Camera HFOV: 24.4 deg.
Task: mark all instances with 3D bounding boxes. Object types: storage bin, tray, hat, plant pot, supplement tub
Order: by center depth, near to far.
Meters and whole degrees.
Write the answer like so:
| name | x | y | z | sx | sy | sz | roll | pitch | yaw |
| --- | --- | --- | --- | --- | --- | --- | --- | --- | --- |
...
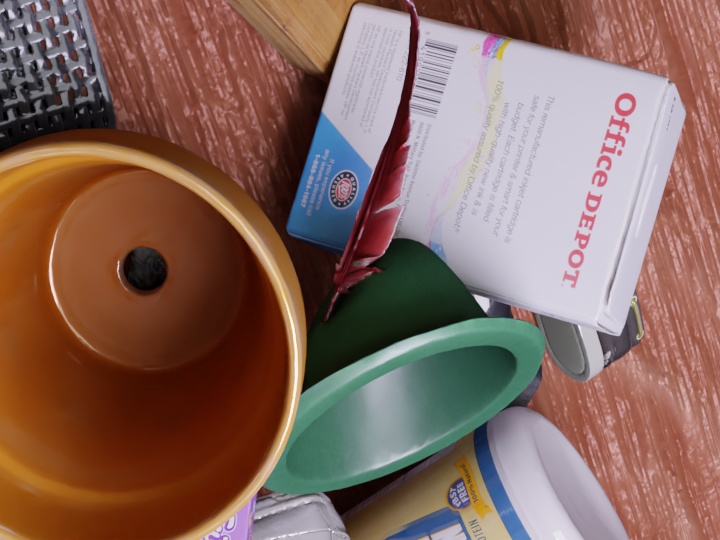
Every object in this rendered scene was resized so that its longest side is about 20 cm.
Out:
| name | x | y | z | sx | sy | sz | roll | pitch | yaw |
| --- | --- | --- | --- | --- | --- | --- | --- | --- | --- |
| plant pot | -0.121 | 0.020 | 0.847 | 0.198 | 0.183 | 0.203 | 1 | 103 | 2 |
| storage bin | -0.210 | -0.156 | 0.868 | 0.093 | 0.135 | 0.202 | -19 | 107 | -21 |
| hat | 0.000 | 0.000 | 0.924 | 0.199 | 0.177 | 0.166 | -30 | 155 | 10 |
| tray | -0.031 | -0.180 | 0.927 | 0.037 | 0.200 | 0.099 | 25 | 87 | 18 |
| supplement tub | 0.056 | 0.192 | 1.018 | 0.199 | 0.145 | 0.145 | -35 | 114 | 15 |

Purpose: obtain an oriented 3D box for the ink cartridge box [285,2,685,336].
| name | x | y | z | sx | sy | sz | roll | pitch | yaw |
| --- | --- | --- | --- | --- | --- | --- | --- | --- | --- |
| ink cartridge box | 0.076 | -0.059 | 0.978 | 0.085 | 0.198 | 0.146 | 24 | 83 | -69 |

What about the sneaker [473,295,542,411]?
| name | x | y | z | sx | sy | sz | roll | pitch | yaw |
| --- | --- | --- | --- | --- | --- | --- | --- | --- | --- |
| sneaker | 0.078 | 0.017 | 1.077 | 0.111 | 0.073 | 0.202 | 21 | 83 | -43 |

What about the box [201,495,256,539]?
| name | x | y | z | sx | sy | sz | roll | pitch | yaw |
| --- | --- | --- | --- | --- | --- | --- | --- | --- | --- |
| box | -0.132 | 0.186 | 0.897 | 0.135 | 0.039 | 0.202 | 6 | 76 | 1 |

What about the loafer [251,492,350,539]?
| name | x | y | z | sx | sy | sz | roll | pitch | yaw |
| --- | --- | --- | --- | --- | --- | --- | --- | --- | --- |
| loafer | -0.098 | 0.188 | 0.947 | 0.198 | 0.070 | 0.070 | -22 | 147 | -8 |

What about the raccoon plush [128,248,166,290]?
| name | x | y | z | sx | sy | sz | roll | pitch | yaw |
| --- | --- | --- | --- | --- | --- | --- | --- | --- | --- |
| raccoon plush | -0.156 | 0.083 | 0.987 | 0.132 | 0.097 | 0.202 | -11 | 77 | -9 |

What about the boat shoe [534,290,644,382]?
| name | x | y | z | sx | sy | sz | roll | pitch | yaw |
| --- | --- | --- | --- | --- | --- | --- | --- | --- | --- |
| boat shoe | 0.139 | -0.028 | 1.091 | 0.060 | 0.072 | 0.203 | -26 | 116 | -22 |
